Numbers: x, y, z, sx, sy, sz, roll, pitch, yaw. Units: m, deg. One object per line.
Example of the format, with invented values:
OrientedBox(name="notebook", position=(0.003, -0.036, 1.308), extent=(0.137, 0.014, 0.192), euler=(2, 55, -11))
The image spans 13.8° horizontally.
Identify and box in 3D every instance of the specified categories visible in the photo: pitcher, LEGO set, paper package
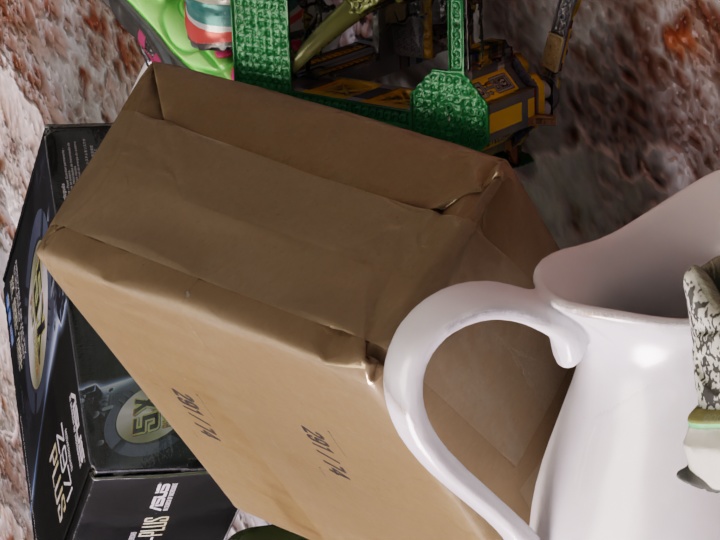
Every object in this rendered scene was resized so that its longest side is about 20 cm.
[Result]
OrientedBox(name="pitcher", position=(0.095, 0.080, 1.071), extent=(0.121, 0.171, 0.201), euler=(-127, 27, -60))
OrientedBox(name="LEGO set", position=(0.029, -0.141, 1.155), extent=(0.153, 0.116, 0.201), euler=(1, 106, 38))
OrientedBox(name="paper package", position=(-0.001, 0.029, 1.166), extent=(0.190, 0.104, 0.200), euler=(19, 157, 38))

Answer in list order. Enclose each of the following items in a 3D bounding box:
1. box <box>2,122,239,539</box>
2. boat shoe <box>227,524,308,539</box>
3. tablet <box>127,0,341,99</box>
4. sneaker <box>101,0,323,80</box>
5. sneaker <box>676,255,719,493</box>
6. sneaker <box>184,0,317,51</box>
OrientedBox(name="box", position=(-0.122, 0.050, 1.531), extent=(0.164, 0.086, 0.201), euler=(117, 147, -58))
OrientedBox(name="boat shoe", position=(-0.030, 0.169, 1.451), extent=(0.201, 0.071, 0.061), euler=(-107, 13, -80))
OrientedBox(name="tablet", position=(-0.072, -0.075, 1.387), extent=(0.200, 0.014, 0.130), euler=(-62, 39, 33))
OrientedBox(name="sneaker", position=(-0.074, -0.089, 1.310), extent=(0.200, 0.077, 0.084), euler=(53, 135, 47))
OrientedBox(name="sneaker", position=(0.170, 0.014, 0.934), extent=(0.200, 0.077, 0.089), euler=(-17, 92, 43))
OrientedBox(name="sneaker", position=(-0.059, -0.176, 1.270), extent=(0.200, 0.070, 0.094), euler=(-105, 7, -55))
